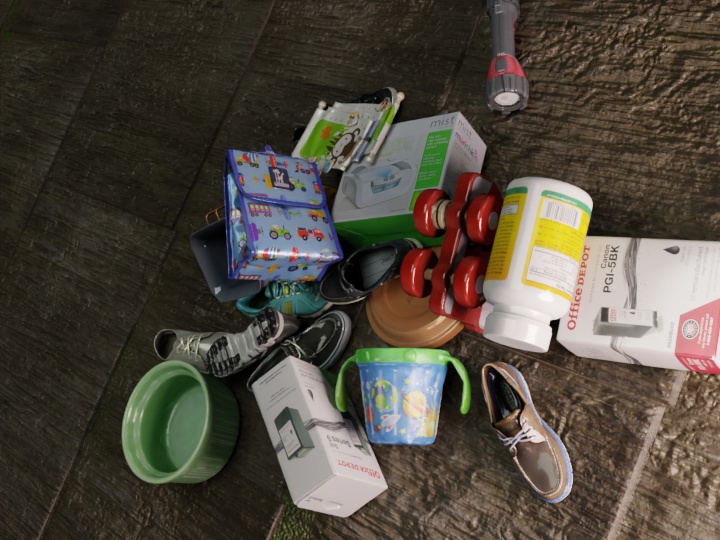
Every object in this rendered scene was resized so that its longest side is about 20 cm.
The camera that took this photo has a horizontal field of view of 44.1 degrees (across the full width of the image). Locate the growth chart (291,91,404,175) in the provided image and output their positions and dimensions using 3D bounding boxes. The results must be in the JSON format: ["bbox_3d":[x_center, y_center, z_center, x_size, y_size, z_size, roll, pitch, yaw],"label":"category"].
[{"bbox_3d":[-0.028,-0.216,1.416,0.199,0.018,0.146,6,68,43],"label":"growth chart"}]

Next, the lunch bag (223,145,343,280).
[{"bbox_3d":[-0.126,-0.093,1.333,0.094,0.149,0.202,-41,54,51],"label":"lunch bag"}]

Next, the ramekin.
[{"bbox_3d":[-0.296,0.259,1.490,0.198,0.097,0.202,-14,65,31],"label":"ramekin"}]

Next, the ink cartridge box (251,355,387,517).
[{"bbox_3d":[-0.059,0.243,1.296,0.084,0.146,0.201,-37,56,16],"label":"ink cartridge box"}]

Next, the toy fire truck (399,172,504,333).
[{"bbox_3d":[0.152,-0.023,1.215,0.111,0.167,0.202,9,84,39],"label":"toy fire truck"}]

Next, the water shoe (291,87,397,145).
[{"bbox_3d":[-0.027,-0.251,1.507,0.199,0.079,0.072,-31,57,22],"label":"water shoe"}]

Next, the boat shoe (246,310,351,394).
[{"bbox_3d":[-0.097,0.139,1.407,0.200,0.071,0.072,-46,57,10],"label":"boat shoe"}]

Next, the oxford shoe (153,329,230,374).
[{"bbox_3d":[-0.288,0.138,1.558,0.198,0.058,0.076,3,70,34],"label":"oxford shoe"}]

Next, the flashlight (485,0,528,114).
[{"bbox_3d":[0.225,-0.343,1.376,0.068,0.067,0.202,136,141,-58],"label":"flashlight"}]

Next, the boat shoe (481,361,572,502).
[{"bbox_3d":[0.206,0.209,1.165,0.072,0.072,0.201,-39,54,17],"label":"boat shoe"}]

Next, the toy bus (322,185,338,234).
[{"bbox_3d":[-0.078,-0.108,1.488,0.199,0.078,0.066,16,82,39],"label":"toy bus"}]

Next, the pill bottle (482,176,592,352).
[{"bbox_3d":[0.217,-0.005,1.120,0.112,0.112,0.202,8,79,37],"label":"pill bottle"}]

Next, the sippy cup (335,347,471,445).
[{"bbox_3d":[0.058,0.179,1.255,0.177,0.138,0.132,-14,73,58],"label":"sippy cup"}]

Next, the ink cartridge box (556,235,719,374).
[{"bbox_3d":[0.360,0.040,1.113,0.198,0.083,0.149,4,75,36],"label":"ink cartridge box"}]

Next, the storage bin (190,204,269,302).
[{"bbox_3d":[-0.173,-0.048,1.448,0.199,0.134,0.147,-16,100,58],"label":"storage bin"}]

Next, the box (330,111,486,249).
[{"bbox_3d":[0.074,-0.131,1.357,0.198,0.097,0.178,-3,60,38],"label":"box"}]

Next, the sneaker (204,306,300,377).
[{"bbox_3d":[-0.172,0.125,1.464,0.199,0.090,0.067,-35,62,33],"label":"sneaker"}]

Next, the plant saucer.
[{"bbox_3d":[0.090,0.022,1.335,0.199,0.032,0.202,-18,57,30],"label":"plant saucer"}]

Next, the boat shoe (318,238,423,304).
[{"bbox_3d":[0.001,0.002,1.336,0.198,0.066,0.075,-17,81,36],"label":"boat shoe"}]

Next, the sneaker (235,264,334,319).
[{"bbox_3d":[-0.117,0.041,1.458,0.198,0.079,0.078,-22,61,27],"label":"sneaker"}]
